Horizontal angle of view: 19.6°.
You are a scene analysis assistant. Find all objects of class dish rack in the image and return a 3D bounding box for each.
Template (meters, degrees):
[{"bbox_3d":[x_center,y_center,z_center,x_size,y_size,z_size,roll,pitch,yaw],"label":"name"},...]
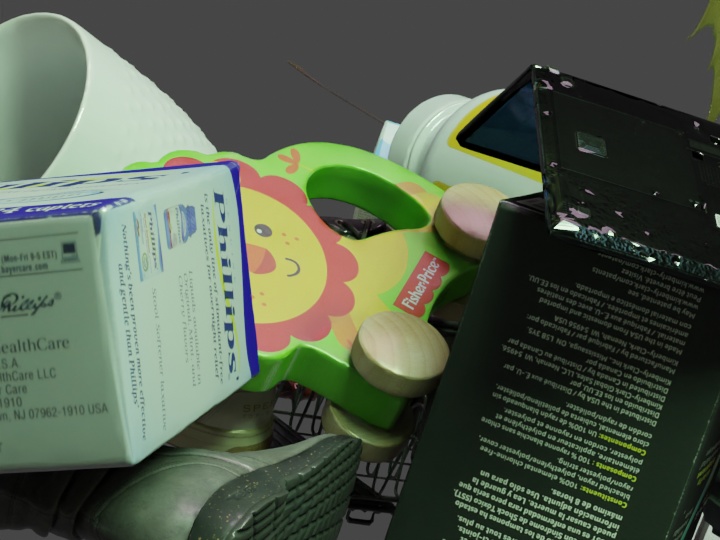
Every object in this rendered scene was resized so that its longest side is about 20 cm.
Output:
[{"bbox_3d":[0.019,0.093,1.160,0.200,0.055,0.153,10,13,-40],"label":"dish rack"}]

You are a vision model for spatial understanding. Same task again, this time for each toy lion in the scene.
[{"bbox_3d":[-0.034,-0.004,1.062,0.192,0.069,0.200,30,40,4],"label":"toy lion"}]

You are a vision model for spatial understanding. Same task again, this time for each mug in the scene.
[{"bbox_3d":[-0.138,-0.030,1.178,0.175,0.148,0.200,38,0,-43],"label":"mug"}]

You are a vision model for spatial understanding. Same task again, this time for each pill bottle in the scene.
[{"bbox_3d":[0.105,-0.041,1.196,0.112,0.112,0.200,11,10,-38],"label":"pill bottle"}]

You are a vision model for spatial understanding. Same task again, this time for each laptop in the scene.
[{"bbox_3d":[0.144,-0.018,0.970,0.177,0.103,0.200,16,36,-12],"label":"laptop"}]

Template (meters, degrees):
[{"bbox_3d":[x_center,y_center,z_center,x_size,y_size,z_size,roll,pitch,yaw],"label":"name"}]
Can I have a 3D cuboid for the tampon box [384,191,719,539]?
[{"bbox_3d":[0.107,0.076,1.000,0.126,0.200,0.150,22,10,15],"label":"tampon box"}]

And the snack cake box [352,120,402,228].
[{"bbox_3d":[0.092,-0.010,1.354,0.200,0.115,0.067,18,49,1],"label":"snack cake box"}]

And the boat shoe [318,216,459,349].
[{"bbox_3d":[0.000,0.000,1.166,0.200,0.065,0.072,26,42,-39],"label":"boat shoe"}]

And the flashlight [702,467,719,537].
[{"bbox_3d":[0.155,0.089,1.122,0.200,0.068,0.068,35,-18,40],"label":"flashlight"}]

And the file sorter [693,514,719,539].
[{"bbox_3d":[0.213,0.108,1.241,0.139,0.125,0.200,15,11,-26],"label":"file sorter"}]

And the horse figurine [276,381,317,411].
[{"bbox_3d":[-0.052,0.030,1.343,0.132,0.050,0.200,35,7,13],"label":"horse figurine"}]

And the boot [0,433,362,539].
[{"bbox_3d":[-0.083,0.094,0.948,0.132,0.070,0.200,16,4,17],"label":"boot"}]

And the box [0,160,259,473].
[{"bbox_3d":[-0.157,0.019,0.890,0.184,0.105,0.200,-5,6,12],"label":"box"}]

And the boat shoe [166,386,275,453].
[{"bbox_3d":[-0.132,0.036,1.095,0.200,0.065,0.072,20,25,21],"label":"boat shoe"}]
